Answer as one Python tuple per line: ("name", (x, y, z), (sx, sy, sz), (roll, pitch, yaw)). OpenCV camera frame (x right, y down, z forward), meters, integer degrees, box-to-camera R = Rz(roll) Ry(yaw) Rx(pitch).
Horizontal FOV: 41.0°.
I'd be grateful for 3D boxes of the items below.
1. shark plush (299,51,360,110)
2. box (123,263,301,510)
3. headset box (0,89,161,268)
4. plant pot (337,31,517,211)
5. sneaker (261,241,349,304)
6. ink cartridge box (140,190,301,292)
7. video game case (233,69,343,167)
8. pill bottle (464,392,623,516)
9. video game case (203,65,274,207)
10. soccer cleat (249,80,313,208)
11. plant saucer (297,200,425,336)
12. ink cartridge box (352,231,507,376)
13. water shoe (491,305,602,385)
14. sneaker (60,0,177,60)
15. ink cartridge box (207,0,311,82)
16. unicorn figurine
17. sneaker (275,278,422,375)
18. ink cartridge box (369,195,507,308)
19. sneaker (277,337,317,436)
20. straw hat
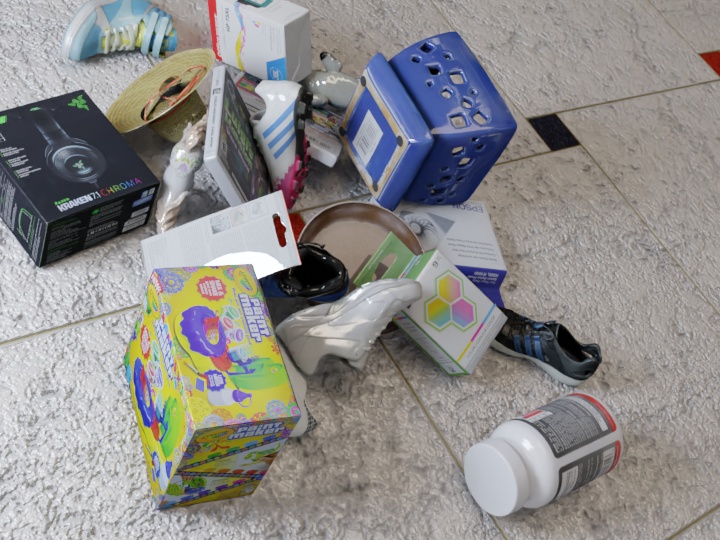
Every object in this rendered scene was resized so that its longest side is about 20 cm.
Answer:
("shark plush", (-0.018, -0.297, 1.601), (0.199, 0.083, 0.091), (9, 87, -18))
("box", (-0.174, 0.130, 1.087), (0.121, 0.193, 0.201), (-3, 54, -28))
("headset box", (-0.393, -0.130, 1.259), (0.174, 0.093, 0.200), (-26, 68, -40))
("plant pot", (0.085, -0.215, 1.450), (0.179, 0.200, 0.201), (-16, 65, -30))
("sneaker", (-0.112, -0.001, 1.255), (0.199, 0.111, 0.077), (11, 76, 0))
("ink cartridge box", (-0.171, -0.015, 1.215), (0.199, 0.050, 0.110), (-19, 70, 9))
("video game case", (-0.116, -0.240, 1.501), (0.199, 0.023, 0.182), (26, 26, -5))
("pill bottle", (0.239, 0.240, 1.260), (0.199, 0.116, 0.116), (-14, 61, -35))
("video game case", (-0.163, -0.152, 1.342), (0.023, 0.200, 0.183), (-12, 50, 12))
("soccer cleat", (-0.118, -0.184, 1.387), (0.086, 0.201, 0.070), (15, 37, 9))
("plant saucer", (0.000, 0.000, 1.361), (0.199, 0.032, 0.201), (6, 71, -17))
("ink cartridge box", (0.098, 0.043, 1.330), (0.200, 0.059, 0.104), (44, 65, -14))
("water shoe", (0.261, 0.092, 1.418), (0.199, 0.079, 0.072), (28, 46, -4))
("sneaker", (-0.358, -0.361, 1.478), (0.130, 0.080, 0.200), (30, 47, 1))
("ink cartridge box", (-0.174, -0.380, 1.529), (0.199, 0.117, 0.067), (27, 49, 26))
("unicorn figurine", (-0.243, -0.110, 1.305), (0.073, 0.201, 0.138), (6, 27, -5))
("sneaker", (-0.003, 0.076, 1.238), (0.199, 0.078, 0.100), (-23, 86, -12))
("ink cartridge box", (0.124, -0.032, 1.478), (0.198, 0.041, 0.201), (5, 52, -24))
("sneaker", (-0.118, 0.120, 1.219), (0.080, 0.076, 0.201), (4, 54, -40))
("straw hat", (-0.269, -0.229, 1.394), (0.085, 0.200, 0.202), (53, 35, -34))
